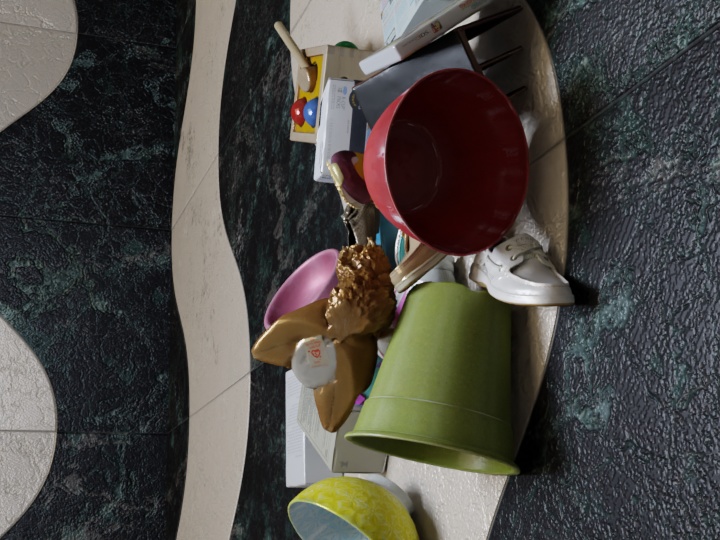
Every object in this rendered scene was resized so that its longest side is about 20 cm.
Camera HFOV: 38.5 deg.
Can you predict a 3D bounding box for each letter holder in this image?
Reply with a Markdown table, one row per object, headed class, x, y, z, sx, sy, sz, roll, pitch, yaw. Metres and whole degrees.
| class | x | y | z | sx | sy | sz | roll | pitch | yaw |
| --- | --- | --- | --- | --- | --- | --- | --- | --- | --- |
| letter holder | 0.115 | -0.233 | 1.273 | 0.200 | 0.142 | 0.101 | -19 | 99 | 51 |

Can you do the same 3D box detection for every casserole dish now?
| class | x | y | z | sx | sy | sz | roll | pitch | yaw |
| --- | --- | --- | --- | --- | --- | --- | --- | --- | --- |
| casserole dish | 0.039 | -0.050 | 1.478 | 0.200 | 0.039 | 0.121 | -103 | 8 | -73 |

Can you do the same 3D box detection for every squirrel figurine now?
| class | x | y | z | sx | sy | sz | roll | pitch | yaw |
| --- | --- | --- | --- | --- | --- | --- | --- | --- | --- |
| squirrel figurine | -0.008 | 0.066 | 1.267 | 0.200 | 0.141 | 0.187 | -56 | -12 | 21 |

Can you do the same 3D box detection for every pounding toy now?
| class | x | y | z | sx | sy | sz | roll | pitch | yaw |
| --- | --- | --- | --- | --- | --- | --- | --- | --- | --- |
| pounding toy | -0.062 | -0.311 | 1.722 | 0.184 | 0.142 | 0.200 | -157 | 73 | -68 |

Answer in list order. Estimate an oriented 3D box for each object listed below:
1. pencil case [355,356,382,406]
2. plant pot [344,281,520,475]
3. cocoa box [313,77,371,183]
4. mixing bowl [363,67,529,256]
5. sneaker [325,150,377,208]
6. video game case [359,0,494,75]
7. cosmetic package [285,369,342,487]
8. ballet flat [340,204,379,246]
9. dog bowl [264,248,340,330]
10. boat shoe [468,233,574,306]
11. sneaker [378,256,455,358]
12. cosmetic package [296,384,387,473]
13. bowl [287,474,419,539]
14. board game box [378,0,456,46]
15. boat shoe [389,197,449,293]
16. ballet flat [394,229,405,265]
| class | x | y | z | sx | sy | sz | roll | pitch | yaw |
| --- | --- | --- | --- | --- | --- | --- | --- | --- | --- |
| pencil case | -0.014 | 0.138 | 1.574 | 0.085 | 0.092 | 0.200 | 53 | 173 | -21 |
| plant pot | 0.098 | 0.119 | 1.180 | 0.200 | 0.200 | 0.190 | 151 | 134 | -66 |
| cocoa box | 0.008 | -0.190 | 1.467 | 0.200 | 0.131 | 0.134 | -161 | 76 | -85 |
| mixing bowl | 0.078 | -0.117 | 1.142 | 0.108 | 0.200 | 0.201 | 4 | 90 | 56 |
| sneaker | 0.035 | -0.120 | 1.260 | 0.090 | 0.200 | 0.075 | -29 | 74 | 22 |
| video game case | 0.095 | -0.299 | 1.242 | 0.023 | 0.182 | 0.200 | 57 | 174 | -11 |
| cosmetic package | -0.080 | 0.264 | 1.749 | 0.101 | 0.071 | 0.200 | 148 | 124 | -65 |
| ballet flat | 0.000 | 0.000 | 1.387 | 0.067 | 0.046 | 0.200 | 1 | 93 | 62 |
| dog bowl | -0.069 | 0.050 | 1.617 | 0.200 | 0.074 | 0.200 | -40 | 21 | 18 |
| boat shoe | 0.172 | -0.006 | 1.128 | 0.200 | 0.071 | 0.069 | -148 | 63 | -69 |
| sneaker | 0.070 | 0.066 | 1.374 | 0.200 | 0.081 | 0.088 | 114 | 153 | -44 |
| cosmetic package | -0.028 | 0.227 | 1.595 | 0.200 | 0.087 | 0.104 | -140 | 58 | -67 |
| bowl | 0.010 | 0.343 | 1.406 | 0.108 | 0.200 | 0.200 | -48 | 1 | -30 |
| board game box | 0.079 | -0.422 | 1.479 | 0.148 | 0.064 | 0.200 | 132 | 136 | -58 |
| boat shoe | 0.081 | -0.050 | 1.231 | 0.074 | 0.069 | 0.200 | -41 | 6 | 47 |
| ballet flat | 0.094 | -0.090 | 1.386 | 0.069 | 0.069 | 0.200 | -141 | 62 | -66 |
